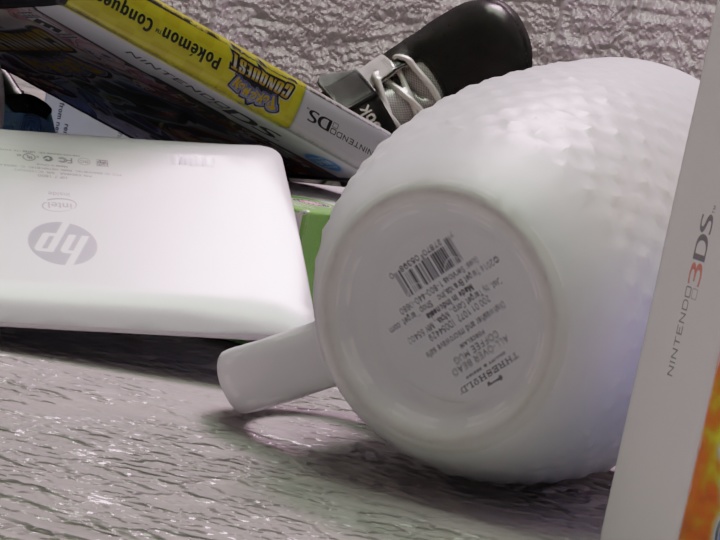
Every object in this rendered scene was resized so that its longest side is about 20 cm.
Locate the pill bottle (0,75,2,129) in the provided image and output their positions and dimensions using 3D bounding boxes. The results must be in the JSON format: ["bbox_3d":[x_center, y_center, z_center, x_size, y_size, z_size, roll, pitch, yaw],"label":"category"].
[{"bbox_3d":[-0.269,-0.082,1.205,0.199,0.117,0.116,14,7,20],"label":"pill bottle"}]

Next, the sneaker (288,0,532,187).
[{"bbox_3d":[0.000,-0.060,1.332,0.074,0.200,0.088,53,16,16],"label":"sneaker"}]

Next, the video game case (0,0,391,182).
[{"bbox_3d":[-0.103,-0.091,1.235,0.180,0.026,0.200,28,-11,-29],"label":"video game case"}]

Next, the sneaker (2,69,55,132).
[{"bbox_3d":[-0.193,-0.063,1.360,0.078,0.091,0.200,8,4,-29],"label":"sneaker"}]

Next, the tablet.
[{"bbox_3d":[-0.122,-0.019,1.084,0.198,0.014,0.131,3,37,-13],"label":"tablet"}]

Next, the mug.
[{"bbox_3d":[0.040,0.011,0.965,0.199,0.149,0.175,-20,-1,26],"label":"mug"}]

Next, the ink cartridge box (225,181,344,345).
[{"bbox_3d":[0.000,0.000,1.237,0.117,0.068,0.199,15,8,43],"label":"ink cartridge box"}]

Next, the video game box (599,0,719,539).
[{"bbox_3d":[0.181,0.007,0.879,0.181,0.202,0.047,7,8,-28],"label":"video game box"}]

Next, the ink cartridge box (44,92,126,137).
[{"bbox_3d":[-0.068,-0.047,1.476,0.198,0.084,0.144,13,5,7],"label":"ink cartridge box"}]
